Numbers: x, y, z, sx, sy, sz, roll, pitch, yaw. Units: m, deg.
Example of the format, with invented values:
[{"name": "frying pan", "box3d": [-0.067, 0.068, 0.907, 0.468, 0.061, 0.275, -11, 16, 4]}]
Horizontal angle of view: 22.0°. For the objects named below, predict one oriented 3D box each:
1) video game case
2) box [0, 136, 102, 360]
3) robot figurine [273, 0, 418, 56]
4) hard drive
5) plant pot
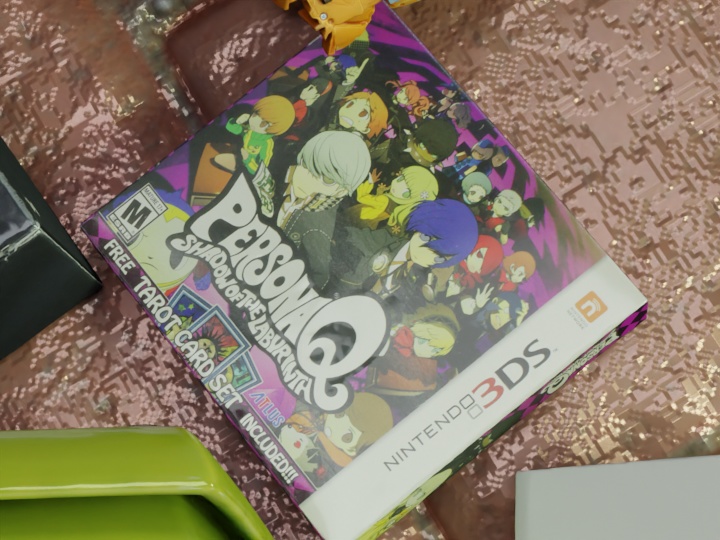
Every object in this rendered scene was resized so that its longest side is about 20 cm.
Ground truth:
[{"name": "video game case", "box3d": [0.000, 0.000, 0.852, 0.181, 0.036, 0.200, -38, 74, -4]}, {"name": "box", "box3d": [-0.260, -0.023, 0.847, 0.198, 0.123, 0.200, -36, 76, -1]}, {"name": "robot figurine", "box3d": [0.046, -0.181, 0.861, 0.200, 0.058, 0.145, -29, 33, -6]}, {"name": "hard drive", "box3d": [0.121, 0.180, 0.763, 0.132, 0.027, 0.201, -10, 72, 39]}, {"name": "plant pot", "box3d": [-0.123, 0.168, 0.748, 0.198, 0.200, 0.182, -3, 68, 7]}]
